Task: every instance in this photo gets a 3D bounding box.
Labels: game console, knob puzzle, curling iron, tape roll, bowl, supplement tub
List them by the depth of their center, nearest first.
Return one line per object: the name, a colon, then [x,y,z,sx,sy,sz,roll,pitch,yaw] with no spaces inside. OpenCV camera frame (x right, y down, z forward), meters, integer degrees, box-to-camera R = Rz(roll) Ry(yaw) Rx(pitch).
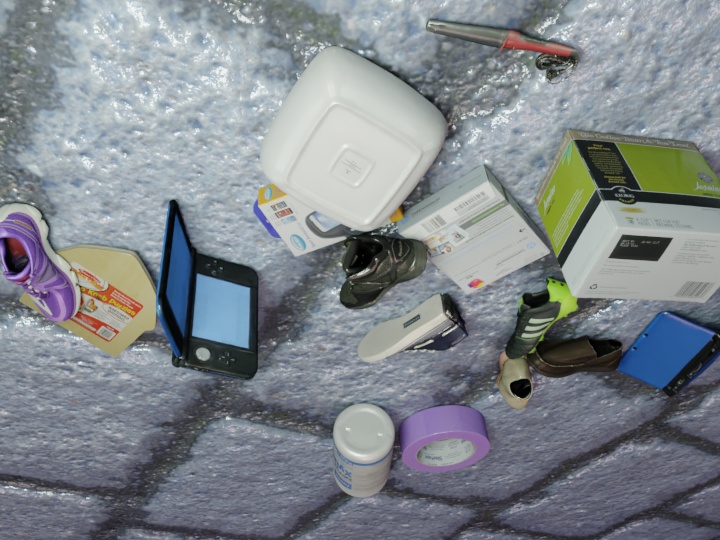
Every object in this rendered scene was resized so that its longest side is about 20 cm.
curling iron: [0.170,-0.262,0.785,0.199,0.026,0.050,9,134,-17]
bowl: [-0.010,-0.144,0.823,0.199,0.075,0.200,27,122,-20]
game console: [-0.205,0.027,0.924,0.170,0.201,0.118,16,135,-25]
knob puzzle: [-0.400,0.029,1.034,0.218,0.031,0.221,1,126,1]
game console: [0.642,0.147,1.330,0.170,0.118,0.201,-23,149,-30]
supplement tub: [0.005,0.389,1.436,0.131,0.132,0.201,-2,138,-5]
tape roll: [0.188,0.382,1.504,0.199,0.066,0.201,-4,139,-4]

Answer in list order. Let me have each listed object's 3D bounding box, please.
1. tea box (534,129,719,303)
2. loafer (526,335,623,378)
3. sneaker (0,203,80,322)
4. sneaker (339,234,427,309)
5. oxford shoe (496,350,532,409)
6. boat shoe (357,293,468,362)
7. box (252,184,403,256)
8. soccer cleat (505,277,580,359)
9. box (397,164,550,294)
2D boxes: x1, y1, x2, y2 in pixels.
tea box: [0.372,-0.074,0.900,0.199,0.198,0.134,4,138,-11]
loafer: [0.412,0.152,1.272,0.199,0.073,0.072,-3,135,-17]
sneaker: [-0.470,0.004,0.945,0.080,0.084,0.201,-7,130,6]
sneaker: [0.000,0.000,1.005,0.114,0.077,0.199,13,155,-28]
oxford shoe: [0.314,0.239,1.347,0.070,0.074,0.200,-14,139,9]
boat shoe: [0.097,0.124,1.183,0.199,0.075,0.093,-30,127,24]
box: [-0.051,-0.090,0.945,0.199,0.042,0.119,-20,138,12]
soccer cleat: [0.305,0.085,1.186,0.081,0.068,0.200,26,131,-9]
box: [0.175,-0.054,1.016,0.155,0.041,0.200,-30,133,26]
